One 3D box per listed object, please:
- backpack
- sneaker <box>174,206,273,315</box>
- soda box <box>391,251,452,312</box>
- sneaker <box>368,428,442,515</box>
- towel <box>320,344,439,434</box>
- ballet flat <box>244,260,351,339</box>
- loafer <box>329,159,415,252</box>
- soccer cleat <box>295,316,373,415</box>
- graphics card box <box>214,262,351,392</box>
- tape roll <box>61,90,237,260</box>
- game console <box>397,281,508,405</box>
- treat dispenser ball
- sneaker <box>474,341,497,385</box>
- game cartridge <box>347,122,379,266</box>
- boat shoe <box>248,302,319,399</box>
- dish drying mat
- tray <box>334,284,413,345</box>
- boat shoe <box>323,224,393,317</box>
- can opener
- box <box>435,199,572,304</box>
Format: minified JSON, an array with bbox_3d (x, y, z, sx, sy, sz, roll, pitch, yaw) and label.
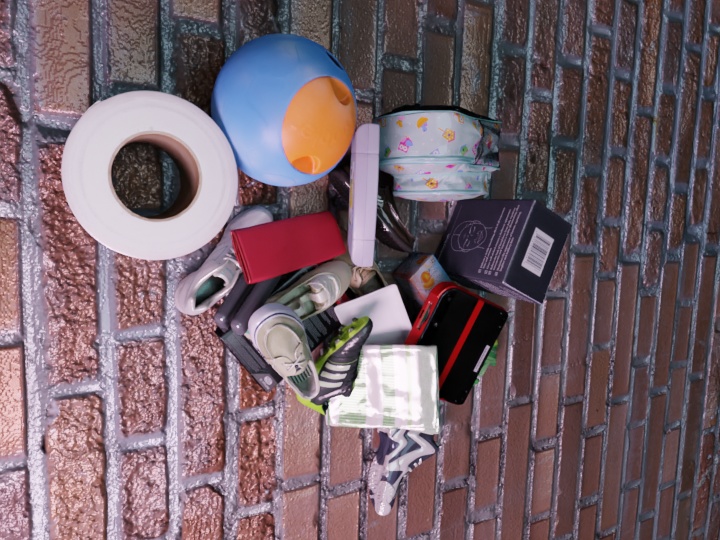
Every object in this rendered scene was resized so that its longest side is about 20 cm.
[{"bbox_3d":[0.115,-0.189,0.853,0.200,0.175,0.154,4,92,-52],"label":"backpack"},{"bbox_3d":[-0.190,-0.011,0.785,0.070,0.080,0.201,42,75,-24],"label":"sneaker"},{"bbox_3d":[0.146,0.060,0.986,0.068,0.063,0.200,-45,115,-17],"label":"soda box"},{"bbox_3d":[0.091,0.352,0.983,0.129,0.079,0.200,8,82,-21],"label":"sneaker"},{"bbox_3d":[0.032,0.199,0.890,0.199,0.023,0.153,-1,100,16],"label":"towel"},{"bbox_3d":[-0.085,0.048,0.800,0.200,0.069,0.070,-32,110,-21],"label":"ballet flat"},{"bbox_3d":[0.036,-0.111,0.897,0.071,0.073,0.200,-48,115,-13],"label":"loafer"},{"bbox_3d":[-0.030,0.154,0.858,0.081,0.068,0.200,36,115,-7],"label":"soccer cleat"},{"bbox_3d":[-0.117,0.081,0.852,0.200,0.051,0.126,-43,114,-18],"label":"graphics card box"},{"bbox_3d":[-0.275,-0.119,0.690,0.202,0.139,0.204,-4,99,-28],"label":"tape roll"},{"bbox_3d":[0.160,0.132,0.936,0.176,0.031,0.201,24,95,-33],"label":"game console"},{"bbox_3d":[-0.104,-0.219,0.735,0.200,0.201,0.202,-4,98,-28],"label":"treat dispenser ball"},{"bbox_3d":[0.195,0.193,1.023,0.199,0.074,0.084,-22,102,-25],"label":"sneaker"},{"bbox_3d":[0.003,-0.112,0.783,0.040,0.133,0.201,1,101,-8],"label":"game cartridge"},{"bbox_3d":[-0.097,0.118,0.755,0.072,0.062,0.200,-33,143,-8],"label":"boat shoe"},{"bbox_3d":[-0.100,-0.039,0.779,0.200,0.018,0.077,-20,93,-48],"label":"dish drying mat"},{"bbox_3d":[0.033,0.102,0.905,0.107,0.022,0.200,-22,132,1],"label":"tray"},{"bbox_3d":[0.000,0.000,0.897,0.071,0.064,0.200,-46,115,-16],"label":"boat shoe"},{"bbox_3d":[-0.141,0.012,0.780,0.067,0.052,0.200,92,20,-49],"label":"can opener"},{"bbox_3d":[0.245,-0.040,0.948,0.107,0.200,0.149,25,85,-30],"label":"box"}]
